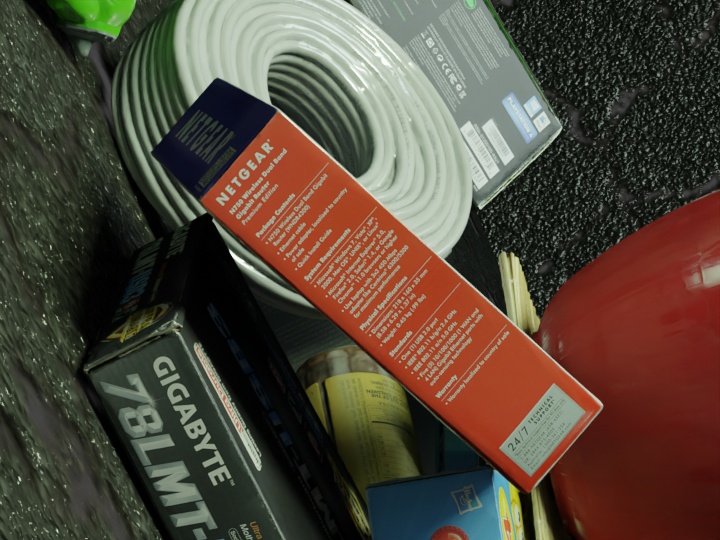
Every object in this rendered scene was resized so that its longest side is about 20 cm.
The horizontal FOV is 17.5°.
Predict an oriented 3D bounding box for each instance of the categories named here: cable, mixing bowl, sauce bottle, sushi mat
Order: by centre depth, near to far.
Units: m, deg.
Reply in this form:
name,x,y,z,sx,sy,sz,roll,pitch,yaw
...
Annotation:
name,x,y,z,sx,sy,sz,roll,pitch,yaw
mixing bowl,0.140,0.065,1.076,0.200,0.108,0.202,-10,90,-81
sushi mat,0.086,0.097,1.092,0.096,0.012,0.201,67,16,-58
sauce bottle,0.006,0.133,1.172,0.065,0.064,0.201,57,18,-49
cable,-0.033,-0.066,1.222,0.201,0.069,0.200,56,36,7

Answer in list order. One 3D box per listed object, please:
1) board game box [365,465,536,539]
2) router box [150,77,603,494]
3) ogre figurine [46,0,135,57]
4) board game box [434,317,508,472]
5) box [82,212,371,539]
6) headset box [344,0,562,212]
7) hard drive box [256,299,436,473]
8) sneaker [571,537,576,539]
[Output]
name,x,y,z,sx,sy,sz,roll,pitch,yaw
board game box,0.060,0.196,1.044,0.196,0.055,0.202,38,43,-76
router box,0.000,0.000,0.999,0.179,0.049,0.200,42,-1,-13
ogre figurine,-0.117,-0.196,1.162,0.201,0.097,0.120,-81,163,-45
board game box,0.064,0.135,1.244,0.151,0.047,0.202,90,1,-81
box,-0.045,0.091,1.009,0.201,0.049,0.199,63,6,-11
headset box,-0.003,-0.117,1.465,0.199,0.093,0.175,-14,-67,54
hard drive box,-0.011,0.022,1.391,0.156,0.076,0.201,-99,163,-65
sneaker,0.127,0.147,1.188,0.084,0.077,0.200,33,3,-22
